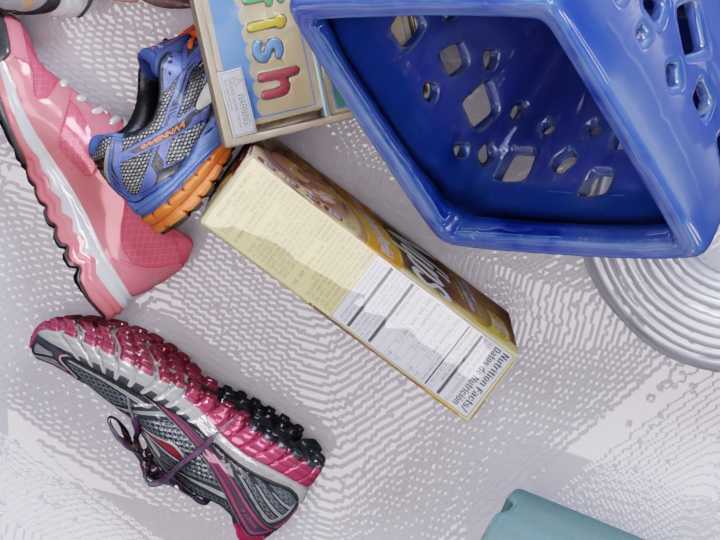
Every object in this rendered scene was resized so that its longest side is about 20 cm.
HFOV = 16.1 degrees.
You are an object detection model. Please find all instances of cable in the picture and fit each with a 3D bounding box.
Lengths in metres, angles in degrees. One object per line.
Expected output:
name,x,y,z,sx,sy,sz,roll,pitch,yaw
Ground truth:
cable,0.231,-0.034,1.538,0.200,0.069,0.200,-38,92,9

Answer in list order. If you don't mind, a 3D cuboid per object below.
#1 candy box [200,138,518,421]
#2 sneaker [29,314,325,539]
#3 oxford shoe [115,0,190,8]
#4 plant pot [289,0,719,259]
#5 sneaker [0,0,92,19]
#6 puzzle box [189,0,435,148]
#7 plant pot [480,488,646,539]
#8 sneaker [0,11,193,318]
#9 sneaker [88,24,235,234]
candy box,0.000,0.000,1.532,0.200,0.115,0.055,36,100,-7
sneaker,-0.122,0.095,1.587,0.199,0.081,0.075,33,102,0
oxford shoe,-0.103,-0.259,1.553,0.072,0.071,0.201,9,104,-14
plant pot,0.113,-0.139,1.438,0.199,0.180,0.200,3,138,43
sneaker,-0.206,-0.252,1.541,0.079,0.074,0.202,-6,97,-23
puzzle box,-0.038,-0.182,1.487,0.132,0.025,0.201,-14,103,-8
plant pot,0.146,0.240,1.530,0.195,0.200,0.201,26,99,9
sneaker,-0.170,-0.075,1.585,0.086,0.074,0.201,-26,96,-8
sneaker,-0.092,-0.123,1.535,0.078,0.075,0.201,34,80,-16
